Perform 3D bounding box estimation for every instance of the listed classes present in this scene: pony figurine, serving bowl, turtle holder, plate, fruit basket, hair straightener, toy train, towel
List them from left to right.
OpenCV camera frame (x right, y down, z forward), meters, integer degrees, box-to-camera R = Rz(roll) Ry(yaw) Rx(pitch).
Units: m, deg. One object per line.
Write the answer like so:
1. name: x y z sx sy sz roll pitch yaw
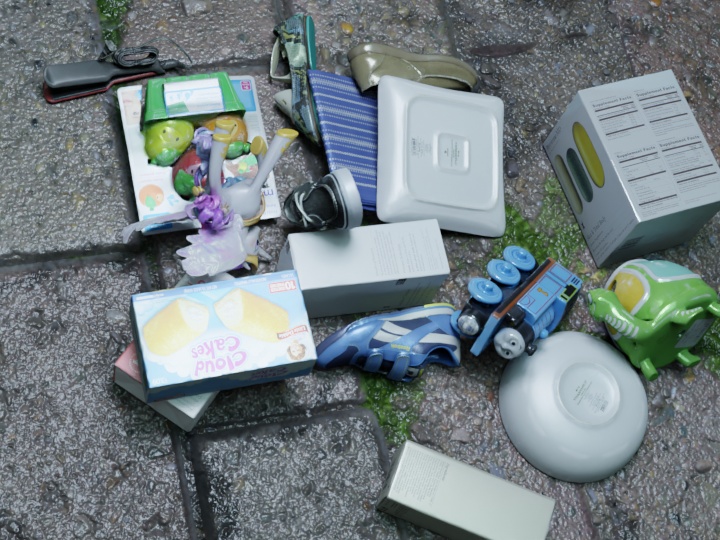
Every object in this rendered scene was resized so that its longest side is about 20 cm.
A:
1. hair straightener: -0.317 -0.267 1.635 0.199 0.077 0.041 -10 68 -17
2. fruit basket: -0.207 -0.154 1.604 0.184 0.094 0.201 -8 72 -16
3. pony figurine: -0.171 -0.077 1.511 0.193 0.201 0.166 -9 31 -42
4. towel: 0.002 -0.169 1.664 0.144 0.024 0.201 7 61 -41
5. plate: 0.115 -0.154 1.661 0.199 0.032 0.201 7 78 -26
6. toy train: 0.198 0.044 1.582 0.114 0.087 0.200 34 37 14
7. serving bowl: 0.281 0.165 1.589 0.199 0.066 0.201 5 67 -11
8. turtle holder: 0.371 0.059 1.615 0.185 0.141 0.132 -24 54 -22

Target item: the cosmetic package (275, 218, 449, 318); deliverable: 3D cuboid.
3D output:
1. cosmetic package: 0.000 0.000 1.573 0.199 0.113 0.082 -9 69 -14

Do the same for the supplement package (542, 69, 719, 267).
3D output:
1. supplement package: 0.372 -0.137 1.692 0.150 0.152 0.201 -15 71 -18

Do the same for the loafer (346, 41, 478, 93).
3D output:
1. loafer: 0.071 -0.261 1.717 0.199 0.076 0.068 6 78 -24

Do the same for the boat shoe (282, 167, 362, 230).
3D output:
1. boat shoe: -0.049 -0.075 1.514 0.071 0.200 0.072 -16 89 -15

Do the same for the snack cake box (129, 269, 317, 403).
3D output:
1. snack cake box: -0.161 0.077 1.452 0.199 0.067 0.116 -9 70 -17

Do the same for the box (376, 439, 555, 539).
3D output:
1. box: 0.127 0.282 1.501 0.199 0.068 0.082 24 64 -2

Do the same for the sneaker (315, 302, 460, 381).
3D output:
1. sneaker: 0.038 0.099 1.559 0.199 0.074 0.083 -12 72 -16

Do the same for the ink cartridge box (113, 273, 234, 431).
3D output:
1. ink cartridge box: -0.196 0.079 1.517 0.116 0.068 0.200 33 64 2

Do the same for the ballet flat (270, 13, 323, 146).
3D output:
1. ballet flat: -0.087 -0.254 1.697 0.074 0.074 0.201 -1 65 -13
